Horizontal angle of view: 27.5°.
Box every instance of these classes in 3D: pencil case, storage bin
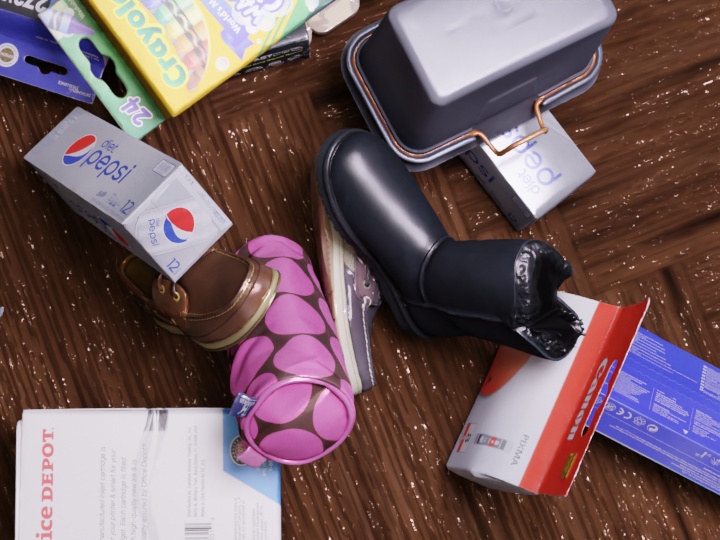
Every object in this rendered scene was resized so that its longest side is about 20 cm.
[{"bbox_3d":[-0.066,0.059,1.128,0.091,0.200,0.094,32,112,-26],"label":"pencil case"},{"bbox_3d":[0.100,-0.168,1.122,0.200,0.134,0.146,-26,86,-8],"label":"storage bin"}]

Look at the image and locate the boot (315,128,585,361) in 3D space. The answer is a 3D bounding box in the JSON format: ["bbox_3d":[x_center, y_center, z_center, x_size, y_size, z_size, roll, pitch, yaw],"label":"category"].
[{"bbox_3d":[0.071,-0.022,1.107,0.076,0.168,0.200,-44,120,-30],"label":"boot"}]

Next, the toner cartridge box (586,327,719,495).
[{"bbox_3d":[0.261,0.114,1.207,0.200,0.043,0.095,28,43,-2],"label":"toner cartridge box"}]

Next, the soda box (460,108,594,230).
[{"bbox_3d":[0.103,-0.135,1.226,0.068,0.063,0.200,-37,88,-11],"label":"soda box"}]

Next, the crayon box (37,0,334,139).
[{"bbox_3d":[-0.129,-0.205,1.130,0.200,0.052,0.126,-38,101,-9],"label":"crayon box"}]

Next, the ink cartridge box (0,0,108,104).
[{"bbox_3d":[-0.226,-0.241,1.162,0.094,0.037,0.201,18,90,5],"label":"ink cartridge box"}]

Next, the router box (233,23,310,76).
[{"bbox_3d":[-0.138,-0.254,1.209,0.149,0.062,0.201,-16,86,-4],"label":"router box"}]

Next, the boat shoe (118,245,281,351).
[{"bbox_3d":[-0.128,0.014,1.111,0.068,0.200,0.072,36,74,-25],"label":"boat shoe"}]

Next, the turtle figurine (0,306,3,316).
[{"bbox_3d":[-0.361,0.054,1.135,0.150,0.101,0.200,38,78,-42],"label":"turtle figurine"}]

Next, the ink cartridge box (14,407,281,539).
[{"bbox_3d":[-0.163,0.182,1.144,0.199,0.084,0.146,1,81,-7],"label":"ink cartridge box"}]

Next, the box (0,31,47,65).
[{"bbox_3d":[-0.317,-0.231,1.208,0.199,0.038,0.137,-13,84,-9],"label":"box"}]

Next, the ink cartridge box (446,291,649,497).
[{"bbox_3d":[0.139,0.092,1.136,0.050,0.200,0.163,26,80,-5],"label":"ink cartridge box"}]

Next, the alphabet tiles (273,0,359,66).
[{"bbox_3d":[-0.094,-0.277,1.250,0.195,0.015,0.200,-35,87,-4],"label":"alphabet tiles"}]

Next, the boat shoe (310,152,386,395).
[{"bbox_3d":[0.000,0.000,1.199,0.065,0.072,0.201,-6,80,-7],"label":"boat shoe"}]

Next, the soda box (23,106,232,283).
[{"bbox_3d":[-0.180,-0.062,1.121,0.063,0.200,0.068,-46,126,-11],"label":"soda box"}]
